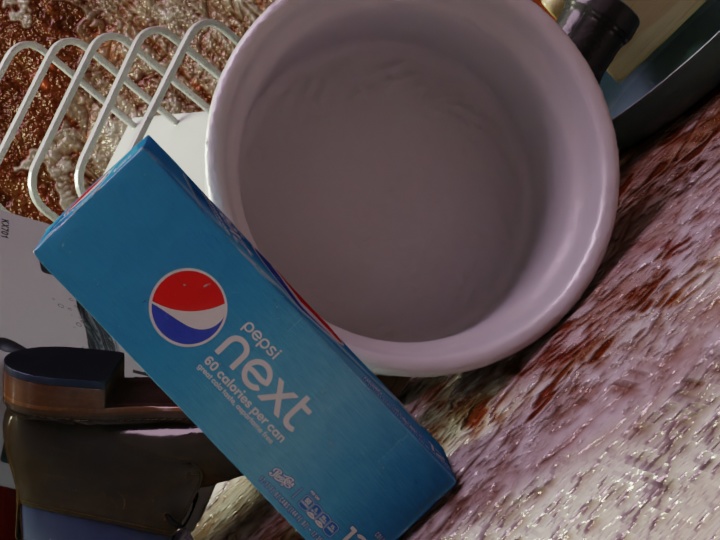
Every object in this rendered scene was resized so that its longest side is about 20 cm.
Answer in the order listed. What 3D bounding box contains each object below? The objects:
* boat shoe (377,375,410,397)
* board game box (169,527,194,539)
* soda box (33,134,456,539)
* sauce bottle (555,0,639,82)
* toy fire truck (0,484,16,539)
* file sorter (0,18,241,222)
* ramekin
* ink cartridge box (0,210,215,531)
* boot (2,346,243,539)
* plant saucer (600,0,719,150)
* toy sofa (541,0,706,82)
[{"bbox_3d":[-0.019,0.045,1.249,0.065,0.071,0.200,-50,10,-32],"label":"boat shoe"},{"bbox_3d":[-0.183,0.221,1.115,0.198,0.044,0.200,-23,17,20],"label":"board game box"},{"bbox_3d":[-0.049,0.037,1.006,0.068,0.200,0.064,-42,9,4],"label":"soda box"},{"bbox_3d":[0.078,-0.061,1.216,0.201,0.065,0.065,-56,10,-2],"label":"sauce bottle"},{"bbox_3d":[-0.199,0.115,1.298,0.199,0.129,0.176,-30,39,5],"label":"toy fire truck"},{"bbox_3d":[-0.143,-0.071,1.440,0.199,0.124,0.139,0,58,46],"label":"file sorter"},{"bbox_3d":[0.017,-0.043,1.117,0.201,0.200,0.098,-46,2,-15],"label":"ramekin"},{"bbox_3d":[-0.170,0.047,1.254,0.147,0.199,0.083,-100,31,-54],"label":"ink cartridge box"},{"bbox_3d":[-0.085,0.102,1.150,0.075,0.199,0.098,-45,-36,-70],"label":"boot"},{"bbox_3d":[0.187,-0.131,1.277,0.200,0.027,0.200,-43,10,9],"label":"plant saucer"},{"bbox_3d":[0.142,-0.186,1.336,0.083,0.098,0.200,-42,8,12],"label":"toy sofa"}]
